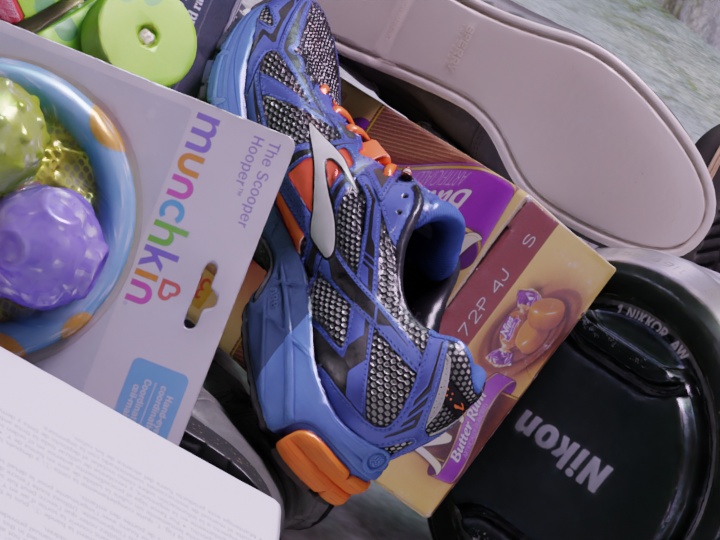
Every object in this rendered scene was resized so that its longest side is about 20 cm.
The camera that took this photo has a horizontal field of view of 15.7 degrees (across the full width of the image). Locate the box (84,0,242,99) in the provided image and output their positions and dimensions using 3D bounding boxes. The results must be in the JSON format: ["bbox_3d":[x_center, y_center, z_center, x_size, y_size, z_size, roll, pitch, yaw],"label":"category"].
[{"bbox_3d":[-0.169,-0.133,0.989,0.200,0.118,0.197,28,-15,-26],"label":"box"}]

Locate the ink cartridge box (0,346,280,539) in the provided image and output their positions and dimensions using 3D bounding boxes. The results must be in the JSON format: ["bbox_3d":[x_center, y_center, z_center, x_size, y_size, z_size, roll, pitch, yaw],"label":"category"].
[{"bbox_3d":[-0.116,0.079,0.720,0.200,0.044,0.174,31,26,-15],"label":"ink cartridge box"}]

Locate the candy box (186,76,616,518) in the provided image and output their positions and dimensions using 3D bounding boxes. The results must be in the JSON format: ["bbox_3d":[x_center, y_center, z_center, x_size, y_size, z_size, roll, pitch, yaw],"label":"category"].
[{"bbox_3d":[0.000,0.000,1.010,0.056,0.117,0.200,37,1,-31],"label":"candy box"}]

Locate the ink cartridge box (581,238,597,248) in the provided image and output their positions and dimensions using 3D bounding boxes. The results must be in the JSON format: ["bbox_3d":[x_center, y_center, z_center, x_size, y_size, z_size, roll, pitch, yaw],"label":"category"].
[{"bbox_3d":[0.180,0.063,1.219,0.200,0.145,0.083,41,15,24],"label":"ink cartridge box"}]

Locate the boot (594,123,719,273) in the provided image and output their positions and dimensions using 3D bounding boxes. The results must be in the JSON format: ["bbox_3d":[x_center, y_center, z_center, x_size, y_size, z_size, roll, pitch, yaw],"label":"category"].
[{"bbox_3d":[0.095,-0.002,1.161,0.138,0.200,0.077,37,26,30],"label":"boot"}]

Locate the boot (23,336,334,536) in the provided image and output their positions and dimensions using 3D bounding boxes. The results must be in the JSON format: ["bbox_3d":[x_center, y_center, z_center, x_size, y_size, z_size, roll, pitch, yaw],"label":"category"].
[{"bbox_3d":[-0.098,0.032,0.894,0.200,0.068,0.131,42,10,1],"label":"boot"}]

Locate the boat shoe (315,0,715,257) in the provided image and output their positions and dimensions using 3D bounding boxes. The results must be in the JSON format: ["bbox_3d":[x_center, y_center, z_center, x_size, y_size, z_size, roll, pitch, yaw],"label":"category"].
[{"bbox_3d":[0.053,-0.074,1.025,0.200,0.067,0.057,34,5,1],"label":"boat shoe"}]

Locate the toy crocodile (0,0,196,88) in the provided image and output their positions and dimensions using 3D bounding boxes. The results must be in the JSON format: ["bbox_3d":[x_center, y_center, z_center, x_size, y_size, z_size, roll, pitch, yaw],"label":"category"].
[{"bbox_3d":[-0.111,-0.096,0.866,0.067,0.062,0.200,-11,-68,56],"label":"toy crocodile"}]

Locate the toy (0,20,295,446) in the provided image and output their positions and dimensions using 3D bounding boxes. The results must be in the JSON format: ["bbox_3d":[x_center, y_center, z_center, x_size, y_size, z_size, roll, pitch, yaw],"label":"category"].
[{"bbox_3d":[-0.131,-0.025,0.797,0.200,0.115,0.047,22,-3,-3],"label":"toy"}]

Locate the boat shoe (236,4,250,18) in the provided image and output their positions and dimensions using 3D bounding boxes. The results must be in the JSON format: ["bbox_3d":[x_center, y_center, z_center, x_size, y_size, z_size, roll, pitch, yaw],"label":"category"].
[{"bbox_3d":[-0.068,-0.090,1.154,0.068,0.072,0.200,37,2,4],"label":"boat shoe"}]

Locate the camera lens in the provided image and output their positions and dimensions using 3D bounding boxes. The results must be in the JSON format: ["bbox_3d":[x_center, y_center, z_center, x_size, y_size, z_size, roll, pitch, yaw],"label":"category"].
[{"bbox_3d":[0.134,0.084,1.021,0.200,0.160,0.160,17,22,-50],"label":"camera lens"}]

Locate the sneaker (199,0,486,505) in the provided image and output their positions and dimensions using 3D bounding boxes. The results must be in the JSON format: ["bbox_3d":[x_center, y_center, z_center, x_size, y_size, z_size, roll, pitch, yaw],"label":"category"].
[{"bbox_3d":[-0.001,-0.015,0.915,0.075,0.078,0.200,47,26,-56],"label":"sneaker"}]
